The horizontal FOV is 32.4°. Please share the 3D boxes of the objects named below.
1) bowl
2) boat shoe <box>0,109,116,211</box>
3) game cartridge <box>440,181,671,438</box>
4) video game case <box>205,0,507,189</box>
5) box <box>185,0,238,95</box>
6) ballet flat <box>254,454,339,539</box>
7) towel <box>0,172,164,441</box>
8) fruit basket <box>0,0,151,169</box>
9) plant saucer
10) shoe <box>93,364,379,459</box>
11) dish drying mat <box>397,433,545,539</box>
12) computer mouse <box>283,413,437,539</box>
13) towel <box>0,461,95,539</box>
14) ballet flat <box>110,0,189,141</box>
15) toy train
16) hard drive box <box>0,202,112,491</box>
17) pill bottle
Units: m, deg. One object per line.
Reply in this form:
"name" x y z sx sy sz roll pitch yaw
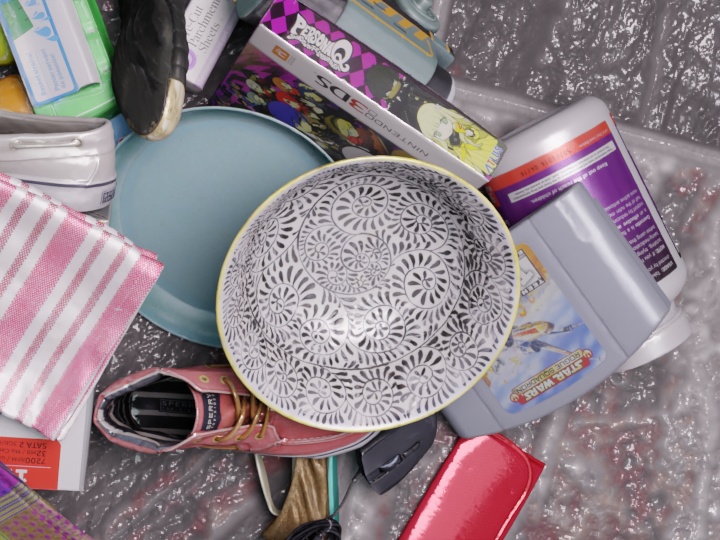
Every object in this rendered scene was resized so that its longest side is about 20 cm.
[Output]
"bowl" 0.000 0.000 0.839 0.200 0.094 0.201 -4 117 -7
"boat shoe" -0.259 -0.087 0.813 0.199 0.072 0.066 11 114 4
"game cartridge" 0.122 0.040 0.927 0.200 0.042 0.133 -36 87 29
"video game case" -0.015 -0.096 0.878 0.181 0.200 0.036 34 69 -10
"box" -0.094 -0.231 0.944 0.041 0.039 0.200 29 83 -13
"ballet flat" -0.045 0.118 0.944 0.072 0.068 0.201 6 92 3
"towel" -0.246 0.009 0.792 0.200 0.030 0.147 29 99 -18
"fruit basket" -0.272 -0.135 0.878 0.199 0.094 0.186 -20 94 -8
"plant saucer" -0.096 -0.032 0.902 0.199 0.027 0.201 3 122 4
"shoe" -0.084 0.101 0.876 0.199 0.091 0.072 0 90 14
"dish drying mat" 0.069 0.221 0.984 0.077 0.018 0.200 33 83 -9
"computer mouse" 0.003 0.160 0.919 0.200 0.034 0.059 -50 133 -35
"towel" -0.290 0.170 0.847 0.143 0.023 0.200 -31 122 13
"ballet flat" -0.139 -0.165 0.872 0.066 0.200 0.057 -32 136 25
"toy train" -0.011 -0.181 0.901 0.200 0.114 0.085 32 120 -31
"hard drive box" -0.258 0.043 0.857 0.155 0.077 0.201 4 107 -12
"pill bottle" 0.179 -0.026 0.964 0.112 0.112 0.200 -28 95 -11
